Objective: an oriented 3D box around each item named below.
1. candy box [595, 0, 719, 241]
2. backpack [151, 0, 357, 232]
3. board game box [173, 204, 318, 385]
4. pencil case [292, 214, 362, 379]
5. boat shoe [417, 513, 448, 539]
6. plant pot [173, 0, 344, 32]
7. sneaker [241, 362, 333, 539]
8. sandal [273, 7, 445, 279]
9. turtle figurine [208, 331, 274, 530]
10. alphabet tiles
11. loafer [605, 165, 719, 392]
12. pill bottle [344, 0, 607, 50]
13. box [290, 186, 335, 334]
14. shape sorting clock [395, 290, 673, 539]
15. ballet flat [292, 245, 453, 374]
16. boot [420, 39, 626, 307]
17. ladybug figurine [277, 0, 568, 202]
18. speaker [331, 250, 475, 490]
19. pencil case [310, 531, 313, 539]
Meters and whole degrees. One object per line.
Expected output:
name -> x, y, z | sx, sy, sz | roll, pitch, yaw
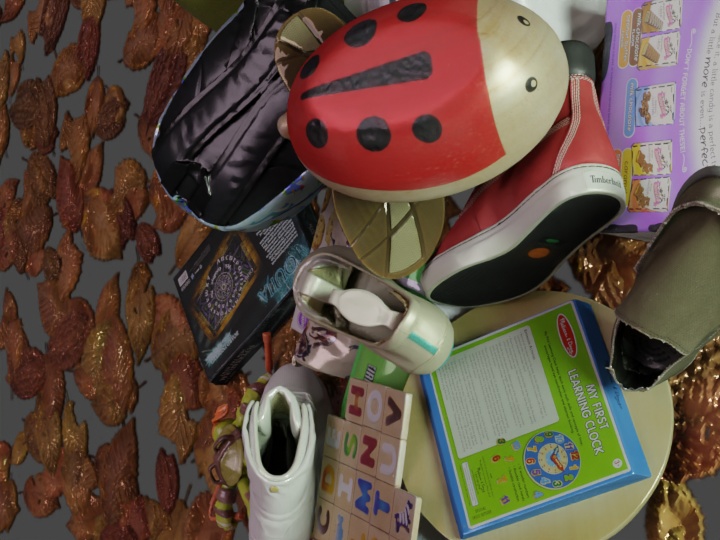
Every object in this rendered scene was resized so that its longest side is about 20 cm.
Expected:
candy box -> 0.249, -0.104, 0.741 | 0.199, 0.071, 0.169 | 2, 86, 49
backpack -> -0.071, -0.118, 0.935 | 0.163, 0.154, 0.200 | 44, 91, 8
board game box -> -0.110, 0.002, 1.167 | 0.200, 0.028, 0.136 | -46, 53, 34
pencil case -> 0.000, 0.000, 1.003 | 0.089, 0.078, 0.202 | 20, 101, 27
boat shoe -> 0.057, 0.194, 0.885 | 0.086, 0.074, 0.204 | 116, 165, -70
plant pot -> -0.082, -0.271, 1.044 | 0.186, 0.199, 0.189 | -9, 78, 47
sneaker -> -0.056, 0.125, 0.978 | 0.201, 0.073, 0.116 | -89, 1, -50
sandal -> 0.002, -0.093, 0.849 | 0.080, 0.054, 0.201 | -26, 90, 5
turtle figurine -> -0.104, 0.169, 1.092 | 0.161, 0.064, 0.201 | 38, 111, 56
alphabet tiles -> 0.001, 0.185, 0.874 | 0.167, 0.007, 0.202 | -176, 93, -66
loafer -> 0.200, 0.017, 0.718 | 0.075, 0.070, 0.201 | 30, 149, 16
pill bottle -> 0.085, -0.213, 0.908 | 0.199, 0.119, 0.121 | 5, 89, 49
box -> -0.013, -0.035, 1.055 | 0.041, 0.038, 0.202 | 27, 105, 49
shape sorting clock -> 0.119, 0.107, 0.829 | 0.199, 0.039, 0.201 | -13, 58, 22
ballet flat -> -0.008, 0.020, 0.895 | 0.199, 0.069, 0.070 | 24, 102, 50
boot -> 0.105, -0.068, 0.836 | 0.200, 0.072, 0.145 | -42, 46, 49
ladybug figurine -> 0.033, -0.116, 0.763 | 0.199, 0.072, 0.137 | -15, 75, 20
speaker -> 0.036, 0.086, 0.949 | 0.088, 0.088, 0.202 | 28, 106, 47
pencil case -> -0.003, 0.266, 0.971 | 0.199, 0.088, 0.089 | 0, 85, 50
